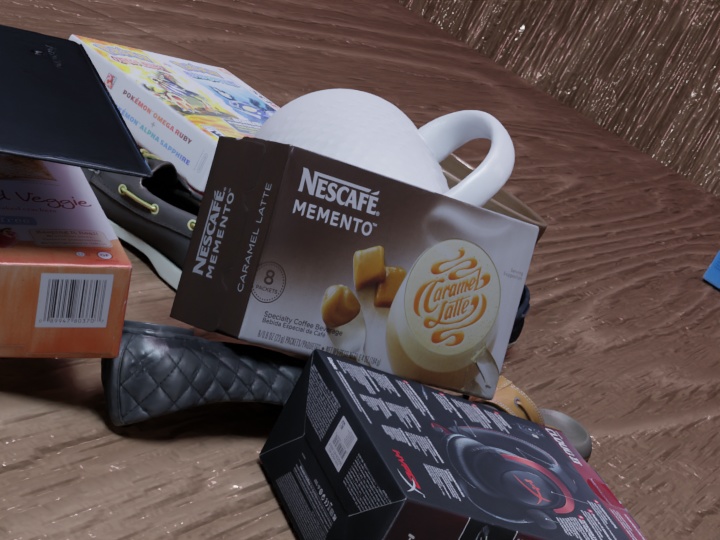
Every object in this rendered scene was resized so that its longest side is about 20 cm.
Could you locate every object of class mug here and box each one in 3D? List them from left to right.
[{"bbox_3d":[0.018,-0.043,1.125,0.148,0.199,0.176,55,5,-27],"label":"mug"}]

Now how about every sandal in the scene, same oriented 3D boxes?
[{"bbox_3d":[0.097,0.097,1.077,0.199,0.055,0.082,11,23,-46],"label":"sandal"}]

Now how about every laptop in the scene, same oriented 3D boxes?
[{"bbox_3d":[-0.235,-0.057,0.819,0.116,0.200,0.187,47,3,-34],"label":"laptop"}]

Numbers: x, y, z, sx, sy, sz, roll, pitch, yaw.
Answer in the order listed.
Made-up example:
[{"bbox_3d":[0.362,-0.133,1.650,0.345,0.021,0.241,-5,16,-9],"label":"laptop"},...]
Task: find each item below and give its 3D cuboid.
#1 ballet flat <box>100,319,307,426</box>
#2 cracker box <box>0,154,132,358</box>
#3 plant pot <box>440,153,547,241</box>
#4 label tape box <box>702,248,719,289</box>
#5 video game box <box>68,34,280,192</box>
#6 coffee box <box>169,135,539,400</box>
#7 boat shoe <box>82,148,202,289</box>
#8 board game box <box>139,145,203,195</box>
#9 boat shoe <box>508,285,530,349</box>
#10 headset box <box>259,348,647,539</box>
[{"bbox_3d":[-0.074,0.069,0.910,0.066,0.057,0.199,5,-8,39],"label":"ballet flat"},{"bbox_3d":[-0.212,-0.026,0.862,0.133,0.058,0.200,1,26,-25],"label":"cracker box"},{"bbox_3d":[0.055,-0.056,1.398,0.200,0.093,0.201,33,9,-6],"label":"plant pot"},{"bbox_3d":[0.536,0.013,2.095,0.143,0.067,0.200,33,18,16],"label":"label tape box"},{"bbox_3d":[-0.119,-0.118,1.299,0.182,0.047,0.199,34,16,29],"label":"video game box"},{"bbox_3d":[0.000,0.000,0.965,0.199,0.116,0.079,17,-2,-38],"label":"coffee box"},{"bbox_3d":[-0.140,-0.046,1.102,0.200,0.061,0.072,36,17,23],"label":"boat shoe"},{"bbox_3d":[-0.149,-0.092,1.295,0.199,0.033,0.120,31,11,10],"label":"board game box"},{"bbox_3d":[0.076,0.033,1.232,0.074,0.063,0.199,37,19,22],"label":"boat shoe"},{"bbox_3d":[0.063,0.133,0.865,0.199,0.075,0.149,20,18,-29],"label":"headset box"}]
